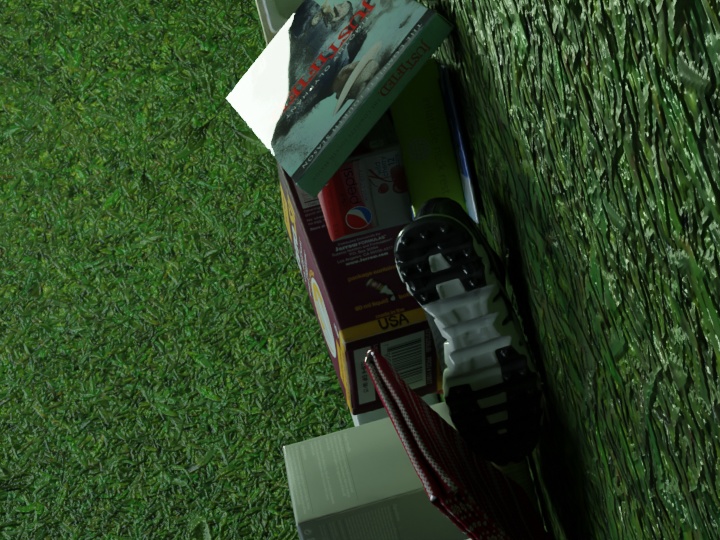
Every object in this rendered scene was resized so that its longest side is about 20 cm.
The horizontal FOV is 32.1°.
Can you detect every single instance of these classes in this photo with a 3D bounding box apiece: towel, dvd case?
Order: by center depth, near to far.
[{"bbox_3d":[0.081,0.148,0.848,0.200,0.022,0.145,47,-171,-38],"label":"towel"},{"bbox_3d":[-0.022,-0.145,0.891,0.022,0.146,0.200,36,-172,-31],"label":"dvd case"}]

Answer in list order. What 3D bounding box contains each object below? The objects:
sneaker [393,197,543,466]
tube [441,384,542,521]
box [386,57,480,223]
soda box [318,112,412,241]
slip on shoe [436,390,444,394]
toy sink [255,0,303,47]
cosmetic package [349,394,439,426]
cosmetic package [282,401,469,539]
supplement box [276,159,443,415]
[{"bbox_3d":[0.079,0.035,0.845,0.091,0.066,0.201,-76,-33,-61],"label":"sneaker"},{"bbox_3d":[0.114,0.179,0.987,0.052,0.058,0.201,153,101,-71],"label":"tube"},{"bbox_3d":[0.042,-0.108,0.968,0.200,0.047,0.122,-111,6,-74],"label":"box"},{"bbox_3d":[-0.014,-0.108,0.951,0.200,0.063,0.070,-109,5,-54],"label":"soda box"},{"bbox_3d":[0.074,0.061,1.089,0.200,0.061,0.074,84,172,-66],"label":"slip on shoe"},{"bbox_3d":[-0.049,-0.269,1.292,0.200,0.112,0.131,-128,23,-84],"label":"toy sink"},{"bbox_3d":[0.032,0.139,1.780,0.199,0.122,0.201,139,115,-87],"label":"cosmetic package"},{"bbox_3d":[0.037,0.195,1.139,0.107,0.199,0.090,-104,3,-54],"label":"cosmetic package"},{"bbox_3d":[0.000,0.000,1.027,0.111,0.085,0.200,85,167,-52],"label":"supplement box"}]
